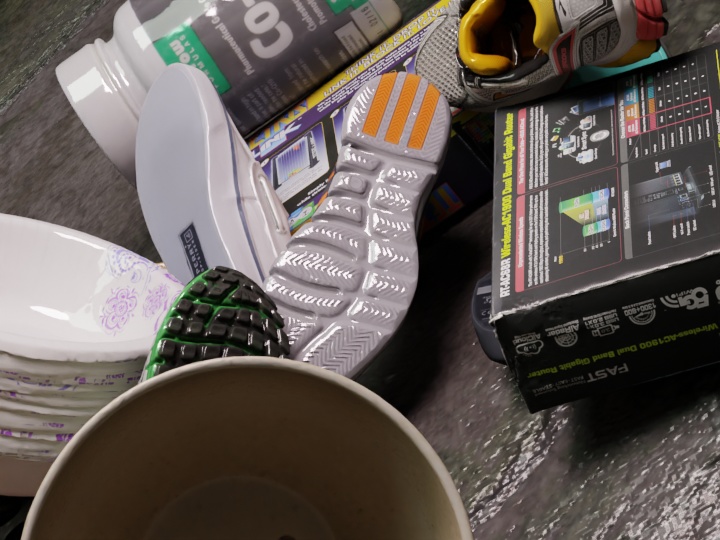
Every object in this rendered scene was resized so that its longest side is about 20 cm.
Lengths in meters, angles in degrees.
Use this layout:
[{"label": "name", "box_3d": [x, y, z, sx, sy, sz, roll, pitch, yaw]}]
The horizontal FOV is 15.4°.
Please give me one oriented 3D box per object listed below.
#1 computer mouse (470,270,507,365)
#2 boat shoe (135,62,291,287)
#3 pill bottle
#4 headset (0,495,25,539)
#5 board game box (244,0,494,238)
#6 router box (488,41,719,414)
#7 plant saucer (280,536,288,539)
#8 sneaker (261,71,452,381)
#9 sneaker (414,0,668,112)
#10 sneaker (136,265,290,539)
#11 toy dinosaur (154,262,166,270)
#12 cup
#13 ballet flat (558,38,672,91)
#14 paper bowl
[{"label": "computer mouse", "box_3d": [0.099, -0.006, 1.399, 0.058, 0.034, 0.200, -11, 29, 22]}, {"label": "boat shoe", "box_3d": [-0.074, -0.024, 1.501, 0.074, 0.065, 0.200, -34, 59, 39]}, {"label": "pill bottle", "box_3d": [-0.083, -0.144, 1.667, 0.200, 0.113, 0.113, -35, 25, 4]}, {"label": "headset", "box_3d": [-0.206, 0.154, 1.469, 0.200, 0.124, 0.094, -43, 1, -41]}, {"label": "board game box", "box_3d": [0.017, -0.075, 1.589, 0.200, 0.057, 0.165, -34, 24, 13]}, {"label": "router box", "box_3d": [0.142, -0.027, 1.296, 0.149, 0.062, 0.200, -16, 31, 14]}, {"label": "plant saucer", "box_3d": [-0.074, 0.146, 1.379, 0.200, 0.037, 0.201, -32, 27, 18]}, {"label": "sneaker", "box_3d": [0.000, 0.000, 1.443, 0.112, 0.077, 0.200, 96, -163, -65]}, {"label": "sneaker", "box_3d": [0.076, -0.128, 1.397, 0.082, 0.078, 0.200, -11, -5, -27]}, {"label": "sneaker", "box_3d": [-0.101, 0.089, 1.339, 0.085, 0.078, 0.200, -7, 57, 56]}, {"label": "toy dinosaur", "box_3d": [-0.084, 0.043, 1.544, 0.060, 0.107, 0.200, -11, 3, -37]}, {"label": "cup", "box_3d": [-0.053, 0.142, 1.211, 0.200, 0.200, 0.143, -43, 0, -6]}, {"label": "ballet flat", "box_3d": [0.131, -0.119, 1.471, 0.068, 0.068, 0.200, -21, 61, -1]}, {"label": "paper bowl", "box_3d": [-0.191, 0.048, 1.428, 0.201, 0.200, 0.105, -123, 43, -65]}]
